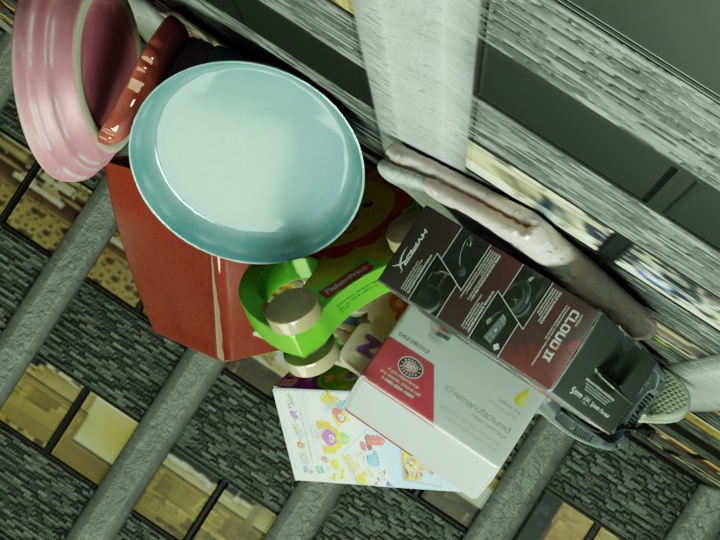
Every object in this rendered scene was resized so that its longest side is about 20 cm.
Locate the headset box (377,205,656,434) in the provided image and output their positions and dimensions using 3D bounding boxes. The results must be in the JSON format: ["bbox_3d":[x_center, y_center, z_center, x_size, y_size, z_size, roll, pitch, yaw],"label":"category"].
[{"bbox_3d":[0.133,0.045,1.499,0.200,0.077,0.149,34,180,30],"label":"headset box"}]

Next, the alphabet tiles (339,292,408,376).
[{"bbox_3d":[0.075,0.043,1.726,0.199,0.196,0.015,33,151,3],"label":"alphabet tiles"}]

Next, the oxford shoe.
[{"bbox_3d":[0.244,0.126,1.955,0.199,0.075,0.058,7,139,21],"label":"oxford shoe"}]

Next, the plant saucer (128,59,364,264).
[{"bbox_3d":[-0.093,-0.093,1.574,0.200,0.200,0.027,34,-145,-14],"label":"plant saucer"}]

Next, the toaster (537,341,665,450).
[{"bbox_3d":[0.205,0.091,1.850,0.200,0.114,0.129,32,-177,-45],"label":"toaster"}]

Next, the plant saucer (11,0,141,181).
[{"bbox_3d":[-0.241,-0.179,1.663,0.051,0.202,0.200,0,167,16],"label":"plant saucer"}]

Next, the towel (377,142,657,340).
[{"bbox_3d":[0.127,-0.022,1.532,0.191,0.032,0.200,31,177,44],"label":"towel"}]

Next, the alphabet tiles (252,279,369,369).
[{"bbox_3d":[0.000,0.000,1.743,0.166,0.201,0.008,20,149,-11],"label":"alphabet tiles"}]

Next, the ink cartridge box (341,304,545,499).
[{"bbox_3d":[0.100,0.072,1.661,0.145,0.200,0.084,33,151,5],"label":"ink cartridge box"}]

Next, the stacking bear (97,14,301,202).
[{"bbox_3d":[-0.106,-0.124,1.635,0.199,0.122,0.114,31,-149,-6],"label":"stacking bear"}]

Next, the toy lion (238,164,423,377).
[{"bbox_3d":[-0.023,-0.016,1.657,0.192,0.199,0.069,38,156,51],"label":"toy lion"}]

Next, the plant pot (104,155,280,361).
[{"bbox_3d":[-0.119,-0.019,1.866,0.199,0.177,0.199,-10,-162,-37],"label":"plant pot"}]

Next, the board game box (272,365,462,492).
[{"bbox_3d":[0.034,0.137,1.808,0.199,0.105,0.103,1,-155,30],"label":"board game box"}]
